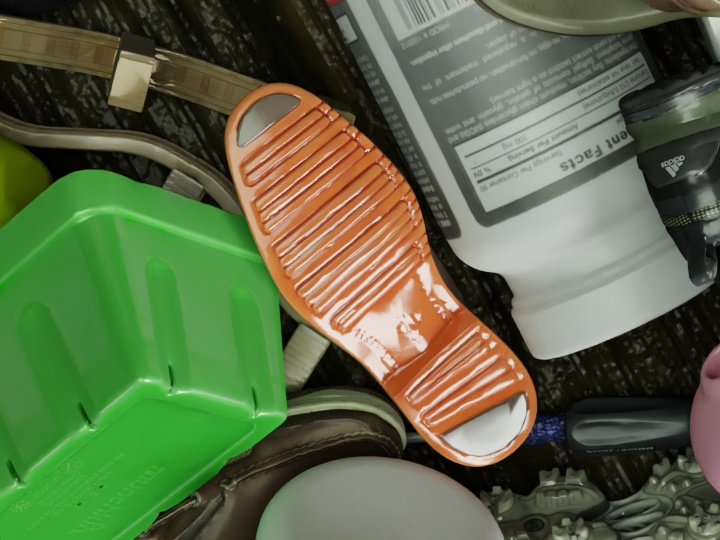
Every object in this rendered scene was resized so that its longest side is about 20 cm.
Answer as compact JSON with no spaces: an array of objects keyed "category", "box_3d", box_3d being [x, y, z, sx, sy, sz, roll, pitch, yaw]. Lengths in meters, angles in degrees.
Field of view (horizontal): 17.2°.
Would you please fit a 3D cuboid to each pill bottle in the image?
[{"category":"pill bottle","box_3d":[0.072,-0.071,1.026,0.116,0.116,0.200,-26,96,11]},{"category":"pill bottle","box_3d":[-0.002,0.188,1.059,0.109,0.109,0.200,13,126,5]}]

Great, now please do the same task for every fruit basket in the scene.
[{"category":"fruit basket","box_3d":[-0.150,0.016,1.036,0.215,0.155,0.216,-13,69,37]}]

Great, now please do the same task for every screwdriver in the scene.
[{"category":"screwdriver","box_3d":[0.056,0.076,1.098,0.200,0.029,0.028,-5,99,7]}]

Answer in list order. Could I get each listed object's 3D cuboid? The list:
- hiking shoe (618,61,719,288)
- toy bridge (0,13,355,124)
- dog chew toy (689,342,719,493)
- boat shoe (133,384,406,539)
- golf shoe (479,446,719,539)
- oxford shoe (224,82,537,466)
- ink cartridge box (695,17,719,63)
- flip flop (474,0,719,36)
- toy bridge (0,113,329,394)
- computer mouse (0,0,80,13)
[{"category":"hiking shoe","box_3d":[0.175,-0.021,0.987,0.076,0.200,0.101,-16,74,39]},{"category":"toy bridge","box_3d":[-0.103,-0.089,1.066,0.200,0.067,0.027,14,102,-8]},{"category":"dog chew toy","box_3d":[0.210,0.096,0.958,0.125,0.125,0.200,-42,112,12]},{"category":"boat shoe","box_3d":[-0.067,0.124,1.088,0.202,0.075,0.075,-27,132,17]},{"category":"golf shoe","box_3d":[0.147,0.137,1.086,0.200,0.078,0.097,-7,120,11]},{"category":"oxford shoe","box_3d":[0.000,0.000,1.048,0.071,0.073,0.200,-35,111,-4]},{"category":"ink cartridge box","box_3d":[0.224,-0.175,1.005,0.200,0.086,0.147,-21,96,9]},{"category":"flip flop","box_3d":[0.138,-0.129,0.941,0.200,0.058,0.081,8,88,3]},{"category":"toy bridge","box_3d":[-0.090,-0.020,1.092,0.200,0.027,0.067,31,102,0]},{"category":"computer mouse","box_3d":[-0.105,-0.182,1.047,0.200,0.053,0.139,-22,78,13]}]
